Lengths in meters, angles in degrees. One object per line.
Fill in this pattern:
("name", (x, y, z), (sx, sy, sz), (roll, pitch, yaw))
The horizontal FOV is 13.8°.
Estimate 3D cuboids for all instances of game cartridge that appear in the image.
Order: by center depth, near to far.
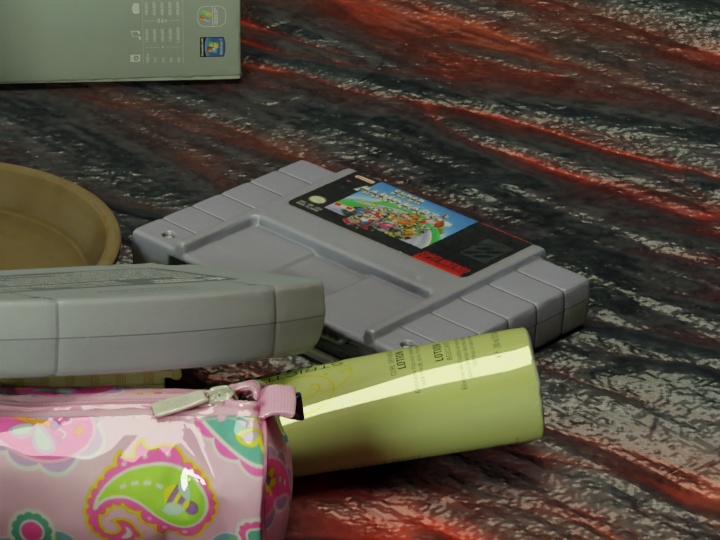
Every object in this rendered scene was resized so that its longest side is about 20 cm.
("game cartridge", (-0.120, 0.021, 1.299), (0.199, 0.041, 0.133), (-3, 3, -41))
("game cartridge", (0.000, 0.000, 1.467), (0.200, 0.039, 0.129), (24, 39, 37))

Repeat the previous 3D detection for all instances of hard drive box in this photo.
("hard drive box", (-0.173, -0.173, 1.756), (0.199, 0.077, 0.156), (-3, 26, -6))

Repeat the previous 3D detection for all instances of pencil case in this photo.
("pencil case", (-0.125, 0.081, 1.244), (0.199, 0.088, 0.088), (1, 27, 2))

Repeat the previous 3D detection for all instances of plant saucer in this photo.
("plant saucer", (-0.217, -0.003, 1.470), (0.199, 0.030, 0.200), (0, 27, 0))

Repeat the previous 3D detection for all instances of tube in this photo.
("tube", (-0.019, 0.066, 1.319), (0.199, 0.052, 0.058), (-10, -14, 1))

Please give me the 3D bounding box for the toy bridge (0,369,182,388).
("toy bridge", (-0.180, 0.049, 1.345), (0.199, 0.027, 0.067), (-2, 5, -5))
